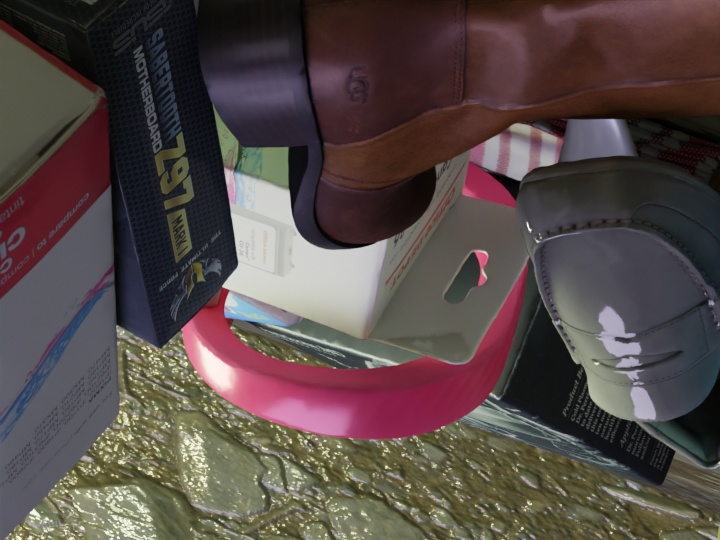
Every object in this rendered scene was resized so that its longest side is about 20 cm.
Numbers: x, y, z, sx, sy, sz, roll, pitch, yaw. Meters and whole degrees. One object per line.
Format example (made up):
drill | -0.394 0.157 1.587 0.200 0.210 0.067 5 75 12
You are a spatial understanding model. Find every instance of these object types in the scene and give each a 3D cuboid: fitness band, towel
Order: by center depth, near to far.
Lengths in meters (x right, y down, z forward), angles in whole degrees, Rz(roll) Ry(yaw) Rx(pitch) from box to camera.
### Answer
fitness band | 0.000 0.000 0.937 0.143 0.038 0.200 12 -146 5
towel | 0.080 -0.056 0.999 0.199 0.030 0.146 20 174 9

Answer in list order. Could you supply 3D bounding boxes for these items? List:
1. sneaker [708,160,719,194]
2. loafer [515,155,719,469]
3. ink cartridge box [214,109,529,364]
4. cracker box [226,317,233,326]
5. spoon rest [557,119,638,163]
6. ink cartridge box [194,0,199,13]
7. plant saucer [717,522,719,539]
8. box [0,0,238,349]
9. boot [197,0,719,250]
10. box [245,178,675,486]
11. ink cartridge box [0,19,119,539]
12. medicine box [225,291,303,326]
sneaker | 0.204 -0.008 0.817 0.090 0.075 0.200 30 171 -23
loafer | 0.105 0.017 0.754 0.070 0.070 0.200 -8 157 24
ink cartridge box | -0.025 -0.046 0.899 0.199 0.117 0.068 20 132 12
cracker box | -0.148 -0.056 1.238 0.199 0.134 0.058 22 173 -13
spoon rest | 0.091 -0.037 0.869 0.200 0.061 0.099 44 -171 -41
ink cartridge box | -0.051 -0.118 0.782 0.104 0.059 0.200 19 173 14
plant saucer | 0.253 0.085 1.072 0.031 0.200 0.200 55 180 12
box | -0.139 -0.077 0.730 0.200 0.051 0.158 28 148 25
boot | 0.067 -0.063 0.715 0.199 0.069 0.188 -6 156 13
box | 0.074 0.024 1.267 0.200 0.124 0.196 15 169 39
ink cartridge box | -0.159 -0.011 0.703 0.147 0.086 0.200 33 149 16
medicine box | -0.113 -0.062 1.123 0.200 0.103 0.182 29 174 -12
